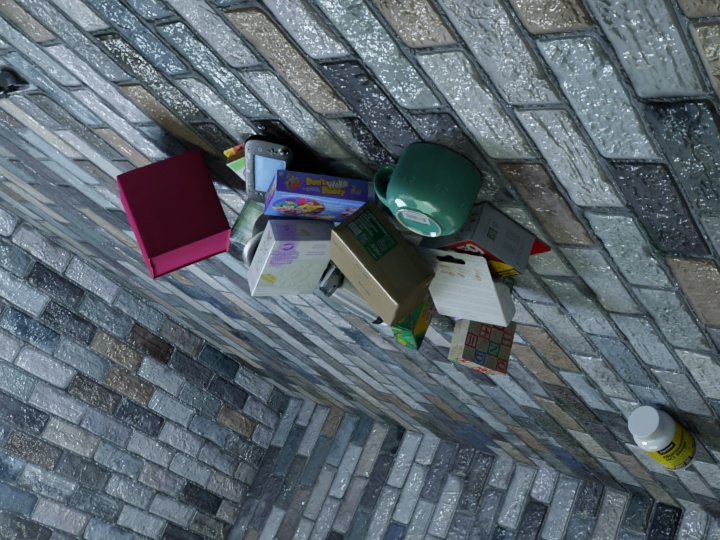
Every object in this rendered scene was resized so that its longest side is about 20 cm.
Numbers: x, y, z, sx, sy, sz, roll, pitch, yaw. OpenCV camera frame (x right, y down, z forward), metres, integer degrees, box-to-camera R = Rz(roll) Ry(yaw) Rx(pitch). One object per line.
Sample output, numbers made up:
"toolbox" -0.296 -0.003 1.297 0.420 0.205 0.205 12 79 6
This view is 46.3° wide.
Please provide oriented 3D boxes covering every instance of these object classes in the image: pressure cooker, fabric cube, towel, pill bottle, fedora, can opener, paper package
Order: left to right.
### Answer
"can opener" -0.846 -0.433 1.977 0.199 0.053 0.067 6 120 41
"fabric cube" -0.418 -0.124 1.900 0.201 0.195 0.200 65 163 8
"towel" -0.198 -0.111 1.893 0.146 0.022 0.200 28 127 -12
"fedora" -0.175 -0.075 1.825 0.175 0.091 0.201 -7 148 -17
"pressure cooker" -0.001 0.003 1.857 0.199 0.179 0.176 30 138 -6
"paper package" 0.040 -0.010 1.653 0.200 0.103 0.191 50 166 11
"pill bottle" 0.771 0.427 2.159 0.200 0.113 0.112 37 158 -34

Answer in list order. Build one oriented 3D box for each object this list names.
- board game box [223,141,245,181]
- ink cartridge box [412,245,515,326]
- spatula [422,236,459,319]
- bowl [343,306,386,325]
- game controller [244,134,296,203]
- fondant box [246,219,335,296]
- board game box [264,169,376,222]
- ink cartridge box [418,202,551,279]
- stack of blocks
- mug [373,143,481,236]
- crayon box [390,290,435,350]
"board game box" -0.190 -0.197 1.753 0.095 0.030 0.200 -18 138 28
"ink cartridge box" 0.202 0.019 1.634 0.160 0.050 0.201 10 140 34
"spatula" 0.173 0.006 1.749 0.056 0.020 0.201 -18 100 54
"bowl" 0.034 0.044 2.058 0.199 0.106 0.201 22 162 7
"game controller" -0.181 -0.197 1.690 0.103 0.042 0.201 5 146 -3
"fondant box" -0.145 -0.025 1.774 0.143 0.059 0.201 -1 144 -25
"board game box" -0.081 -0.143 1.666 0.198 0.045 0.134 6 163 -15
"ink cartridge box" 0.235 -0.035 1.620 0.175 0.084 0.200 31 161 -20
"stack of blocks" 0.266 0.108 1.776 0.114 0.202 0.058 21 164 -21
"mug" 0.114 -0.128 1.470 0.151 0.115 0.185 31 160 -20
"crayon box" 0.130 0.057 1.817 0.058 0.201 0.119 18 161 17
